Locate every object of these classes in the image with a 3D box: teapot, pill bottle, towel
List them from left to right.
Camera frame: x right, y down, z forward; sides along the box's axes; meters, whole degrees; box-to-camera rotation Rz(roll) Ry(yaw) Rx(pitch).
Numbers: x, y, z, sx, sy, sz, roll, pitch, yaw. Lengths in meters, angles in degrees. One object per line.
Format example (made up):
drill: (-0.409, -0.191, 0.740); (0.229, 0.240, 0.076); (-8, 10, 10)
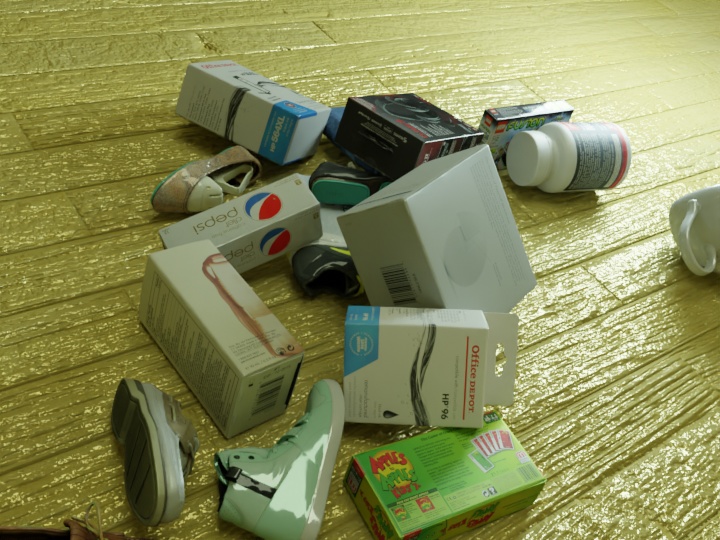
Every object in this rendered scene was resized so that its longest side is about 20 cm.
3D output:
towel: (0.016, -0.200, 1.346); (0.110, 0.049, 0.200); (-9, 41, -41)
pill bottle: (0.357, -0.195, 1.440); (0.196, 0.121, 0.120); (-5, 44, -27)
teapot: (0.602, -0.056, 1.354); (0.196, 0.197, 0.149); (-10, 79, 11)

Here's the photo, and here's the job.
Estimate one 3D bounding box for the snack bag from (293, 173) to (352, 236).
snack bag: (0.004, -0.078, 1.238); (0.196, 0.022, 0.190); (2, 41, -21)

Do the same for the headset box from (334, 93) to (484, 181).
headset box: (0.069, -0.197, 1.238); (0.148, 0.078, 0.199); (35, 29, 26)

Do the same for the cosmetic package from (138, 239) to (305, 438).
cosmetic package: (-0.160, 0.071, 0.931); (0.086, 0.105, 0.200); (-18, 53, -39)

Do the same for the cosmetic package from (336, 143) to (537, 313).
cosmetic package: (0.102, -0.022, 1.048); (0.122, 0.203, 0.199); (-11, 17, 45)

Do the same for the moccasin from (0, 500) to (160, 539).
moccasin: (-0.245, 0.245, 0.706); (0.197, 0.079, 0.074); (11, 36, -12)

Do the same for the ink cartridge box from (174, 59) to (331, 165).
ink cartridge box: (-0.166, -0.249, 1.296); (0.197, 0.086, 0.146); (27, 22, 10)

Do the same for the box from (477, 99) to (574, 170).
box: (0.281, -0.237, 1.467); (0.197, 0.111, 0.035); (-14, 48, -34)

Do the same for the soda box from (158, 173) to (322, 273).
soda box: (-0.149, -0.047, 1.058); (0.197, 0.064, 0.068); (-25, 53, -17)

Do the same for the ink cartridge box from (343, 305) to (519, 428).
ink cartridge box: (0.080, 0.107, 0.927); (0.195, 0.119, 0.068); (2, 14, 2)

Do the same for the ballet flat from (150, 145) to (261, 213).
ballet flat: (-0.207, -0.123, 1.172); (0.067, 0.069, 0.200); (33, 42, 14)

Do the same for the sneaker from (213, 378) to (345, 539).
sneaker: (-0.084, 0.176, 0.852); (0.116, 0.074, 0.202); (20, 41, -8)

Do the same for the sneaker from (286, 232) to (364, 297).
sneaker: (0.000, 0.000, 1.115); (0.195, 0.075, 0.086); (-2, 48, -11)

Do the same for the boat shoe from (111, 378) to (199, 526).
boat shoe: (-0.189, 0.168, 0.799); (0.067, 0.076, 0.200); (16, 18, -29)

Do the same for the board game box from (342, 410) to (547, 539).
board game box: (0.091, 0.226, 0.891); (0.197, 0.048, 0.102); (-10, 46, -31)

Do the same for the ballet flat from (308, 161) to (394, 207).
ballet flat: (0.021, -0.120, 1.226); (0.196, 0.074, 0.074); (11, 38, -5)
